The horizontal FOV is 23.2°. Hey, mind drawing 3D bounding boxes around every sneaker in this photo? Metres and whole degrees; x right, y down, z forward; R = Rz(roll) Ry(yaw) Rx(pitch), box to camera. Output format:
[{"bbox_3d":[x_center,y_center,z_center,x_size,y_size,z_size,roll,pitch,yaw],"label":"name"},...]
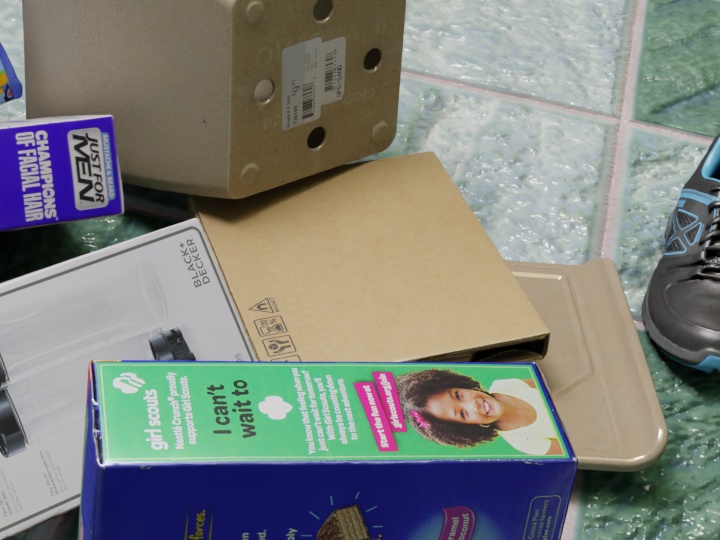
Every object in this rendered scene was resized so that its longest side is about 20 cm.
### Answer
[{"bbox_3d":[0.221,-0.013,1.097,0.073,0.082,0.200,12,36,0],"label":"sneaker"}]

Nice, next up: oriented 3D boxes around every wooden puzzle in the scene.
[{"bbox_3d":[0.061,0.053,1.011,0.200,0.037,0.185,0,35,-5],"label":"wooden puzzle"}]

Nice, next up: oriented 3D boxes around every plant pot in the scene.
[{"bbox_3d":[-0.079,-0.152,1.097,0.200,0.200,0.177,-21,39,-36],"label":"plant pot"}]

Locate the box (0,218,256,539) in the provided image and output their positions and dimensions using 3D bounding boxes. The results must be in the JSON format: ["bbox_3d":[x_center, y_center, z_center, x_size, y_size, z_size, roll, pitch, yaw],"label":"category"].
[{"bbox_3d":[-0.152,0.060,0.871,0.200,0.060,0.117,-23,89,-37],"label":"box"}]

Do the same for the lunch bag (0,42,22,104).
[{"bbox_3d":[-0.337,-0.121,1.070,0.200,0.094,0.151,-9,7,33],"label":"lunch bag"}]

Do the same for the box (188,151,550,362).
[{"bbox_3d":[0.000,0.000,1.026,0.163,0.021,0.200,-10,37,-14],"label":"box"}]

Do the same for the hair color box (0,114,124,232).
[{"bbox_3d":[-0.249,-0.049,1.001,0.200,0.065,0.109,-12,9,-31],"label":"hair color box"}]

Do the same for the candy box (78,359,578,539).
[{"bbox_3d":[-0.023,0.127,0.766,0.200,0.169,0.077,0,32,-14],"label":"candy box"}]
